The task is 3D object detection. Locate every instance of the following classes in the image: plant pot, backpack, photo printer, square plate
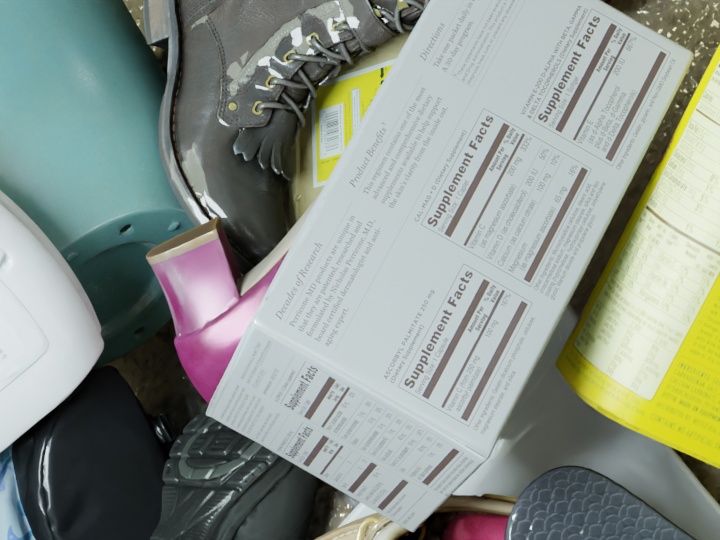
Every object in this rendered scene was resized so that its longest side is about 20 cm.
[{"bbox_3d":[-0.171,-0.042,1.329,0.201,0.200,0.161,-49,60,19],"label":"plant pot"},{"bbox_3d":[-0.187,0.146,1.319,0.200,0.154,0.164,-1,118,52],"label":"backpack"},{"bbox_3d":[-0.236,0.036,1.204,0.200,0.166,0.070,-40,26,11],"label":"photo printer"},{"bbox_3d":[0.083,0.147,1.166,0.198,0.028,0.200,-49,53,18],"label":"square plate"}]

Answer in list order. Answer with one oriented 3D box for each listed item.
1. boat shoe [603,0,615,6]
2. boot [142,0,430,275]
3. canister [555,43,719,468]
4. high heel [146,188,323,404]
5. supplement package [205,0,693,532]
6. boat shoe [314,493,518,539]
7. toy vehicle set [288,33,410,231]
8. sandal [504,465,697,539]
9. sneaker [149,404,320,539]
[{"bbox_3d":[0.045,-0.194,1.204,0.199,0.070,0.071,30,74,7],"label":"boat shoe"},{"bbox_3d":[-0.019,-0.111,1.264,0.174,0.069,0.201,-23,71,25],"label":"boot"},{"bbox_3d":[0.186,-0.015,1.049,0.201,0.148,0.087,-63,17,10],"label":"canister"},{"bbox_3d":[0.000,0.000,1.221,0.199,0.067,0.096,-23,102,4],"label":"high heel"},{"bbox_3d":[0.034,-0.013,1.080,0.200,0.111,0.156,-61,1,-20],"label":"supplement package"},{"bbox_3d":[0.030,0.134,1.150,0.199,0.069,0.074,-16,68,36],"label":"boat shoe"},{"bbox_3d":[0.018,-0.077,1.283,0.124,0.026,0.201,-13,70,37],"label":"toy vehicle set"},{"bbox_3d":[0.149,0.155,1.061,0.200,0.043,0.076,42,83,9],"label":"sandal"},{"bbox_3d":[-0.061,0.137,1.253,0.076,0.091,0.200,7,56,47],"label":"sneaker"}]
